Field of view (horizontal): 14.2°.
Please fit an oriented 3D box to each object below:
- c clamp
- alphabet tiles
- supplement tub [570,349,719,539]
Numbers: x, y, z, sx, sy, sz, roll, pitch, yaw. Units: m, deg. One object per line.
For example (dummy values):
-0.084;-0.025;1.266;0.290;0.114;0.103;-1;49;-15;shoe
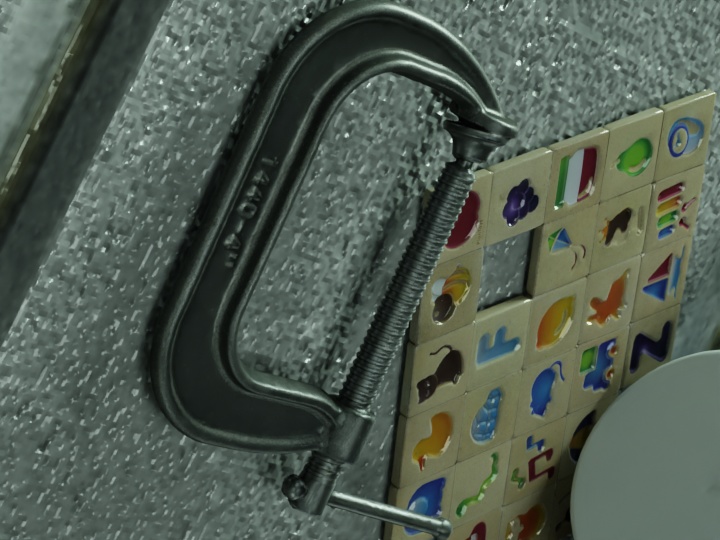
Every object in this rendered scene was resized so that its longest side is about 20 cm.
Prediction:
0.000;0.000;1.062;0.170;0.027;0.201;10;107;-41;c clamp
0.076;0.035;1.188;0.167;0.008;0.201;-21;129;-40;alphabet tiles
0.183;0.131;1.264;0.132;0.132;0.200;-53;144;-8;supplement tub
